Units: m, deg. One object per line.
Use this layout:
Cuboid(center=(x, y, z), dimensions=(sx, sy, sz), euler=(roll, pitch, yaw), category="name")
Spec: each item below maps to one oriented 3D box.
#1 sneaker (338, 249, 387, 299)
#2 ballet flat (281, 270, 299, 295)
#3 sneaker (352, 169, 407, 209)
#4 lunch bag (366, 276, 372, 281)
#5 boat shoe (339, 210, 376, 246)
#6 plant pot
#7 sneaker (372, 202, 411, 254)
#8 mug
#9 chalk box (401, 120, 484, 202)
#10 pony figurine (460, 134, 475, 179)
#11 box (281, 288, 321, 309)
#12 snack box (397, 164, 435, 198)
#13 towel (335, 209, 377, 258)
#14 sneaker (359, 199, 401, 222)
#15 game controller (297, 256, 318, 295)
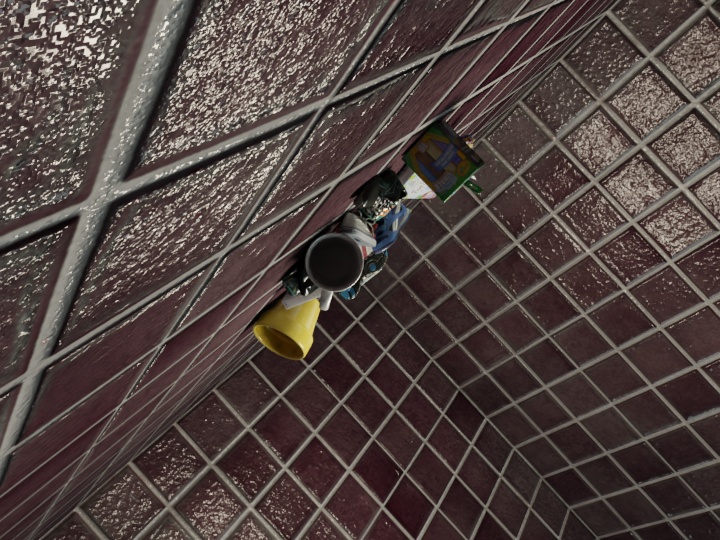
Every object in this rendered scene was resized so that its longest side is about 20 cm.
Cuboid(center=(0.000, 0.000, 1.816), dimensions=(0.200, 0.073, 0.082), euler=(-46, -166, -5), category="sneaker")
Cuboid(center=(-0.160, 0.020, 1.701), dimensions=(0.074, 0.074, 0.200), euler=(-44, 177, 34), category="ballet flat")
Cuboid(center=(0.055, -0.188, 1.437), dimensions=(0.075, 0.079, 0.200), euler=(-44, 177, 39), category="sneaker")
Cuboid(center=(-0.025, -0.045, 2.103), dimensions=(0.170, 0.122, 0.200), euler=(-38, -143, 23), category="lunch bag")
Cuboid(center=(-0.003, -0.120, 1.604), dimensions=(0.202, 0.074, 0.086), euler=(25, 72, -67), category="boat shoe")
Cuboid(center=(-0.235, 0.170, 2.004), dimensions=(0.189, 0.200, 0.201), euler=(-61, -172, -30), category="plant pot")
Cuboid(center=(0.074, -0.132, 1.730), dimensions=(0.074, 0.082, 0.200), euler=(-18, -146, 46), category="sneaker")
Cuboid(center=(-0.075, 0.006, 1.541), dimensions=(0.175, 0.147, 0.201), euler=(168, -65, -87), category="mug")
Cuboid(center=(0.226, -0.261, 1.485), dimensions=(0.124, 0.200, 0.124), euler=(-44, 178, 26), category="chalk box")
Cuboid(center=(0.273, -0.344, 1.826), dimensions=(0.200, 0.167, 0.193), euler=(-27, 172, 16), category="pony figurine")
Cuboid(center=(-0.135, 0.040, 1.809), dimensions=(0.199, 0.036, 0.144), euler=(-21, -158, 21), category="box")
Cuboid(center=(0.190, -0.275, 1.709), dimensions=(0.142, 0.053, 0.200), euler=(-1, 159, -22), category="snack box")
Cuboid(center=(0.001, -0.106, 1.712), dimensions=(0.023, 0.144, 0.200), euler=(10, -145, 33), category="towel")
Cuboid(center=(0.050, -0.180, 1.608), dimensions=(0.080, 0.071, 0.200), euler=(-40, 173, -26), category="sneaker")
Cuboid(center=(-0.123, -0.006, 1.664), dimensions=(0.042, 0.105, 0.200), euler=(-5, -163, 25), category="game controller")
